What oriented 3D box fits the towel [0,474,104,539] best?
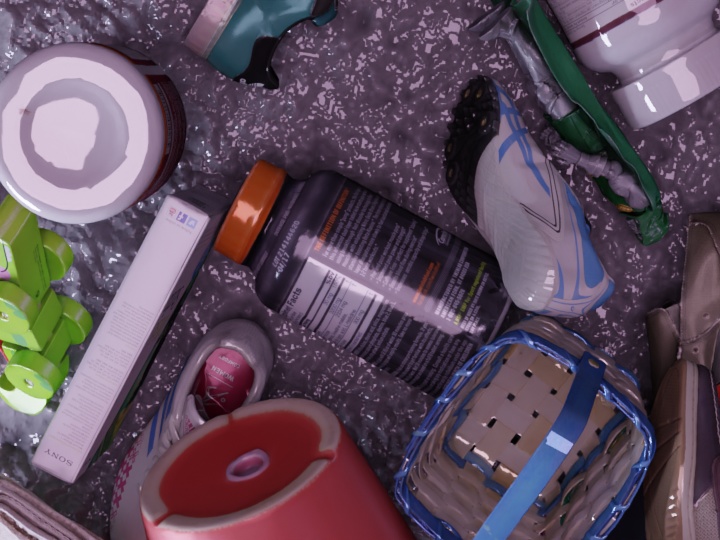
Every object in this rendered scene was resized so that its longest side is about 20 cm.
[{"bbox_3d":[-0.209,0.197,1.276,0.132,0.200,0.035,35,70,-2],"label":"towel"}]

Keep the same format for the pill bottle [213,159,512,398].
[{"bbox_3d":[0.000,0.000,1.291,0.199,0.106,0.107,29,96,-2],"label":"pill bottle"}]

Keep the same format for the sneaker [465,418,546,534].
[{"bbox_3d":[0.096,0.201,1.316,0.078,0.095,0.202,3,94,3],"label":"sneaker"}]

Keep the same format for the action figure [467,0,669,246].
[{"bbox_3d":[0.151,-0.098,1.286,0.055,0.118,0.200,-38,105,6],"label":"action figure"}]

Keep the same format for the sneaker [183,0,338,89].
[{"bbox_3d":[-0.037,-0.217,1.292,0.080,0.071,0.201,33,101,-7],"label":"sneaker"}]

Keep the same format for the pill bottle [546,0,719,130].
[{"bbox_3d":[0.174,-0.204,1.264,0.109,0.110,0.201,-30,94,4],"label":"pill bottle"}]

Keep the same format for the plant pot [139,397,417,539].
[{"bbox_3d":[-0.049,0.196,1.241,0.199,0.201,0.178,-19,115,3],"label":"plant pot"}]

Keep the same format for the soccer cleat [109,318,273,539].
[{"bbox_3d":[-0.125,0.124,1.316,0.069,0.086,0.201,26,96,-1],"label":"soccer cleat"}]

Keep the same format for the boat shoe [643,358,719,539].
[{"bbox_3d":[0.217,0.155,1.177,0.064,0.072,0.202,7,63,-8],"label":"boat shoe"}]

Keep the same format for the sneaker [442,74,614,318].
[{"bbox_3d":[0.111,-0.049,1.272,0.072,0.201,0.072,10,135,-35],"label":"sneaker"}]

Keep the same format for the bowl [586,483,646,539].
[{"bbox_3d":[0.240,0.186,1.292,0.199,0.040,0.202,4,129,5],"label":"bowl"}]

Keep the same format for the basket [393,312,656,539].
[{"bbox_3d":[0.103,0.122,1.184,0.139,0.200,0.177,37,117,5],"label":"basket"}]

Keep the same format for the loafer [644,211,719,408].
[{"bbox_3d":[0.231,0.049,1.314,0.069,0.075,0.202,19,96,14],"label":"loafer"}]

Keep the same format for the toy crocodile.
[{"bbox_3d":[-0.229,0.026,1.274,0.061,0.201,0.068,15,55,14],"label":"toy crocodile"}]

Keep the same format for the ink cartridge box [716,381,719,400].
[{"bbox_3d":[0.317,0.093,1.279,0.199,0.050,0.109,-32,124,-9],"label":"ink cartridge box"}]

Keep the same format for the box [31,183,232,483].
[{"bbox_3d":[-0.152,0.039,1.279,0.036,0.144,0.201,29,96,0],"label":"box"}]

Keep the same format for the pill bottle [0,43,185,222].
[{"bbox_3d":[-0.172,-0.093,1.230,0.109,0.200,0.111,0,96,1],"label":"pill bottle"}]
